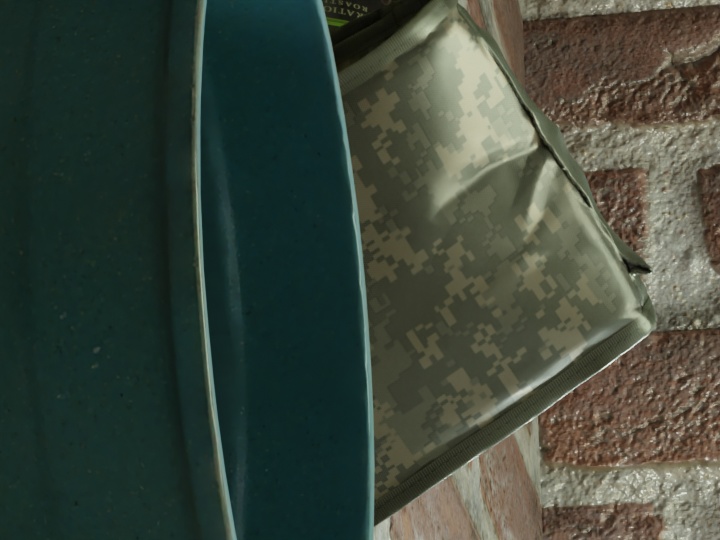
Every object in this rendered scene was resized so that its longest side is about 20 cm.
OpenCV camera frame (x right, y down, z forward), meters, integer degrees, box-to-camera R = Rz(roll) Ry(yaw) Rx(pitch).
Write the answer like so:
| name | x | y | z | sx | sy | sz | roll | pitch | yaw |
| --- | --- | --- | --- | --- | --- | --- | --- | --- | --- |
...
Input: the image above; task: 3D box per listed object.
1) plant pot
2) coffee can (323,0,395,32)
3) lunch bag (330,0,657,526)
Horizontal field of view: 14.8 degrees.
| name | x | y | z | sx | sy | sz | roll | pitch | yaw |
| --- | --- | --- | --- | --- | --- | --- | --- | --- | --- |
| plant pot | -0.104 | 0.016 | 0.631 | 0.200 | 0.187 | 0.201 | -5 | 90 | -82 |
| coffee can | -0.027 | -0.024 | 1.285 | 0.201 | 0.145 | 0.147 | -86 | 168 | -46 |
| lunch bag | 0.000 | 0.000 | 1.105 | 0.164 | 0.199 | 0.118 | 57 | 8 | -11 |
